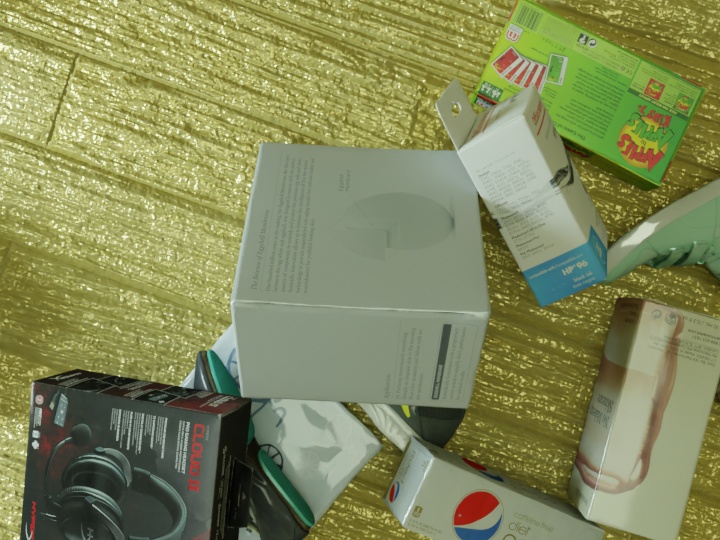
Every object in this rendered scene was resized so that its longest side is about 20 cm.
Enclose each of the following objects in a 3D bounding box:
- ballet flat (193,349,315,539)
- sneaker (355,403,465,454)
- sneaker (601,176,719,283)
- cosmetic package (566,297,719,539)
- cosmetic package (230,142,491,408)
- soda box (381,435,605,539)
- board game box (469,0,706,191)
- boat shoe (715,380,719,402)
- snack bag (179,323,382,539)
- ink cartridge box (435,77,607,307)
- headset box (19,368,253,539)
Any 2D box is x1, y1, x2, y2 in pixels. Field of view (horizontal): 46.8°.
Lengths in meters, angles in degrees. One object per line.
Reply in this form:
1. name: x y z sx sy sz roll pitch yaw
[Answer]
1. ballet flat: -0.119 0.175 0.782 0.072 0.073 0.202 -31 91 1
2. sneaker: 0.020 0.095 0.803 0.085 0.074 0.200 -44 98 -6
3. sneaker: 0.321 -0.009 0.786 0.198 0.074 0.120 -28 83 -1
4. cosmetic package: 0.265 0.133 0.776 0.085 0.103 0.204 14 88 3
5. cosmetic package: 0.000 0.000 0.722 0.195 0.202 0.124 4 135 -1
6. soda box: 0.123 0.225 0.769 0.197 0.064 0.069 26 89 -19
7. board game box: 0.216 -0.169 0.805 0.197 0.048 0.103 27 91 2
8. boat shoe: 0.413 0.066 0.770 0.068 0.074 0.201 41 108 17
9. snack bag: -0.100 0.172 0.824 0.199 0.021 0.189 41 91 2
10. ink cartridge box: 0.149 -0.087 0.744 0.067 0.116 0.202 -25 105 25
11. headset box: -0.185 0.178 0.722 0.196 0.077 0.152 8 94 14
